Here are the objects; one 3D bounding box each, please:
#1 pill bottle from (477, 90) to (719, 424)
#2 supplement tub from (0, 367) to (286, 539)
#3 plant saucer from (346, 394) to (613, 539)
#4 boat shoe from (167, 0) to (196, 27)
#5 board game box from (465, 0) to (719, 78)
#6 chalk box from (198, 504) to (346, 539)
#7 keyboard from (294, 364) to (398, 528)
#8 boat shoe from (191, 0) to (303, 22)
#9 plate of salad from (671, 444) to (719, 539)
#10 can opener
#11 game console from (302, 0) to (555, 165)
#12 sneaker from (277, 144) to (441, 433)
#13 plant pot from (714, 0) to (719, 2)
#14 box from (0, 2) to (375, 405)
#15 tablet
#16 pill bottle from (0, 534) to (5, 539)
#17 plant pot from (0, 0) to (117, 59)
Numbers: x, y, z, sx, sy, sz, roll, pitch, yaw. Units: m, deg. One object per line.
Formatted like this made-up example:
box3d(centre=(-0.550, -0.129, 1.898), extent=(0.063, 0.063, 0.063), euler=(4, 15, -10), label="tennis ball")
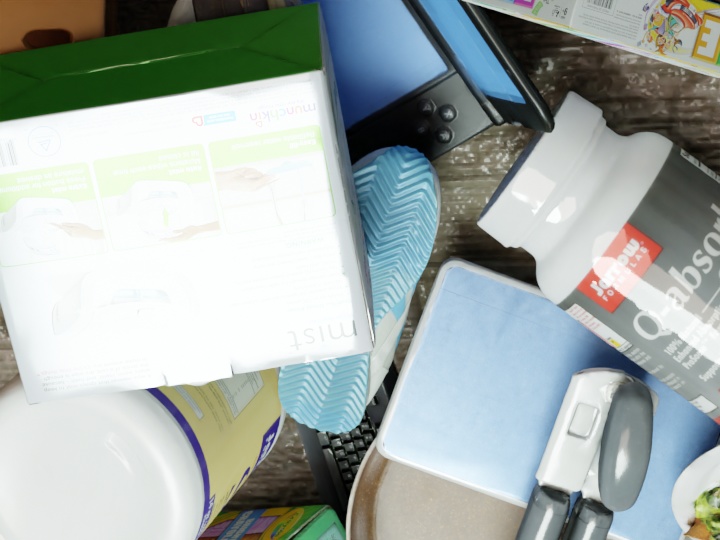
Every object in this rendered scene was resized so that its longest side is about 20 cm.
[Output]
box3d(centre=(0.173, -0.006, 1.494), extent=(0.200, 0.116, 0.116), euler=(35, 120, -2), label="pill bottle")
box3d(centre=(-0.130, 0.087, 1.579), extent=(0.145, 0.200, 0.146), euler=(9, 116, 18), label="supplement tub")
box3d(centre=(0.089, 0.157, 1.607), extent=(0.199, 0.034, 0.202), euler=(-1, 96, -6), label="plant saucer")
box3d(centre=(-0.084, -0.086, 1.565), extent=(0.072, 0.069, 0.201), euler=(-22, 121, -15), label="boat shoe")
box3d(centre=(0.152, -0.131, 1.377), extent=(0.199, 0.134, 0.034), euler=(12, 97, -33), label="board game box")
box3d(centre=(-0.059, 0.231, 1.635), extent=(0.199, 0.124, 0.125), euler=(-9, 114, 50), label="chalk box")
box3d(centre=(0.035, 0.152, 1.669), extent=(0.126, 0.021, 0.201), euler=(-10, 112, 22), label="keyboard")
box3d(centre=(-0.071, -0.078, 1.499), extent=(0.073, 0.075, 0.201), euler=(-2, 113, -7), label="boat shoe")
box3d(centre=(0.282, 0.147, 1.530), extent=(0.199, 0.048, 0.200), euler=(5, 147, 3), label="plate of salad")
box3d(centre=(0.123, 0.153, 1.532), extent=(0.053, 0.067, 0.201), euler=(16, 106, -7), label="can opener")
box3d(centre=(0.000, -0.141, 1.482), extent=(0.175, 0.116, 0.200), euler=(-29, 104, 27), label="game console")
box3d(centre=(0.000, 0.000, 1.560), extent=(0.076, 0.081, 0.201), euler=(22, 128, 1), label="sneaker")
box3d(centre=(0.180, -0.233, 1.359), extent=(0.134, 0.200, 0.201), euler=(4, 122, 53), label="plant pot")
box3d(centre=(-0.102, -0.034, 1.425), extent=(0.199, 0.097, 0.177), euler=(-10, 119, 4), label="box")
box3d(centre=(0.122, 0.084, 1.574), extent=(0.199, 0.014, 0.131), euler=(20, 99, -4), label="tablet")
box3d(centre=(-0.251, 0.168, 1.711), extent=(0.199, 0.113, 0.113), euler=(-10, 112, 21), label="pill bottle")
box3d(centre=(-0.214, -0.144, 1.517), extent=(0.139, 0.200, 0.201), euler=(2, 117, -3), label="plant pot")
